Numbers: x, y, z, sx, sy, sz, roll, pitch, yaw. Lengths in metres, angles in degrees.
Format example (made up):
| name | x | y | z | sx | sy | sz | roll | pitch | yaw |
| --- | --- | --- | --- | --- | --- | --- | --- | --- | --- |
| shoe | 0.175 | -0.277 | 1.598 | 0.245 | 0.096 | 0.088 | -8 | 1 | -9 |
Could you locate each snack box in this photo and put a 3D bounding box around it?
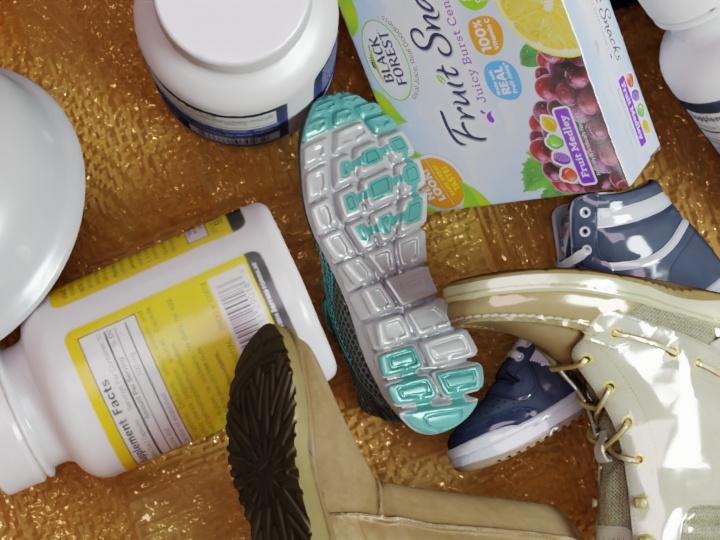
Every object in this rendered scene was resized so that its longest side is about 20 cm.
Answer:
| name | x | y | z | sx | sy | sz | roll | pitch | yaw |
| --- | --- | --- | --- | --- | --- | --- | --- | --- | --- |
| snack box | 0.066 | -0.136 | 1.157 | 0.142 | 0.053 | 0.201 | -6 | 116 | 38 |

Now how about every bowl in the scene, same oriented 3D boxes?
| name | x | y | z | sx | sy | sz | roll | pitch | yaw |
| --- | --- | --- | --- | --- | --- | --- | --- | --- | --- |
| bowl | -0.261 | -0.048 | 1.158 | 0.200 | 0.090 | 0.202 | -6 | 65 | 14 |

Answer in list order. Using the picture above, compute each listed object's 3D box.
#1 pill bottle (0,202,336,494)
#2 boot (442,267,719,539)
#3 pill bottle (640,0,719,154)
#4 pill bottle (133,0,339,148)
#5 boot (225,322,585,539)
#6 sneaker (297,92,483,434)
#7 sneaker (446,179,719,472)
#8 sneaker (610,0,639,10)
| name | x | y | z | sx | sy | sz | roll | pitch | yaw |
| --- | --- | --- | --- | --- | --- | --- | --- | --- | --- |
| pill bottle | -0.123 | 0.049 | 1.181 | 0.199 | 0.111 | 0.112 | -23 | 86 | -3 |
| boot | 0.133 | 0.081 | 1.134 | 0.199 | 0.072 | 0.155 | 9 | 84 | -21 |
| pill bottle | 0.236 | -0.108 | 1.155 | 0.111 | 0.111 | 0.200 | -42 | 113 | -4 |
| pill bottle | -0.067 | -0.135 | 1.153 | 0.111 | 0.200 | 0.112 | 0 | 85 | -2 |
| boot | 0.030 | 0.125 | 1.124 | 0.199 | 0.066 | 0.176 | 13 | 54 | -35 |
| sneaker | 0.000 | 0.000 | 1.198 | 0.077 | 0.091 | 0.201 | -14 | 87 | -26 |
| sneaker | 0.114 | 0.026 | 1.208 | 0.200 | 0.070 | 0.109 | -32 | 92 | -11 |
| sneaker | 0.155 | -0.164 | 1.230 | 0.199 | 0.073 | 0.112 | 17 | 88 | 8 |
